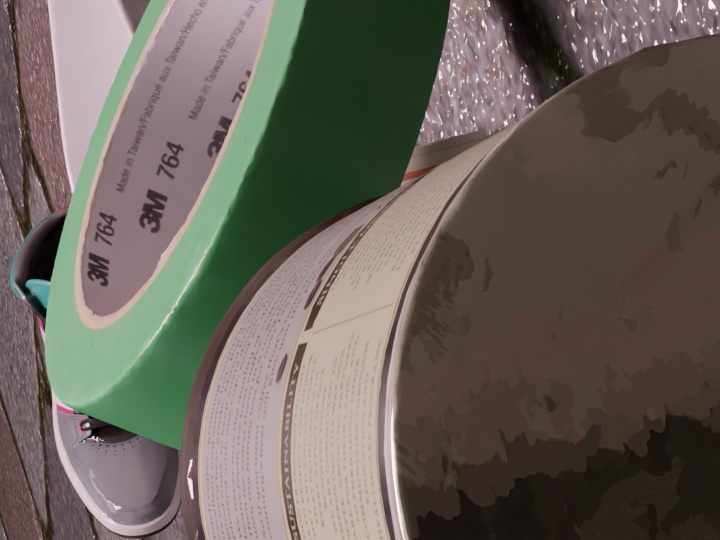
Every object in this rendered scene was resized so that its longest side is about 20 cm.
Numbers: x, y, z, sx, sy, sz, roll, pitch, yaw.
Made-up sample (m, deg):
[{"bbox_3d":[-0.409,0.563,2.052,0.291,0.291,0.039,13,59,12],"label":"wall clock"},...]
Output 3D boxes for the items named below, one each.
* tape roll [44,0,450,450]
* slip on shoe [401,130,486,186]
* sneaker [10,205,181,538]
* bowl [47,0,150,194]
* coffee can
[{"bbox_3d":[-0.040,-0.043,0.756,0.201,0.048,0.201,-52,25,36],"label":"tape roll"},{"bbox_3d":[0.000,0.000,0.800,0.200,0.074,0.062,159,95,-70],"label":"slip on shoe"},{"bbox_3d":[-0.148,0.045,1.342,0.121,0.083,0.201,88,165,-64],"label":"sneaker"},{"bbox_3d":[-0.081,-0.066,1.020,0.200,0.074,0.201,-122,25,-48],"label":"bowl"},{"bbox_3d":[0.049,0.040,0.507,0.200,0.146,0.147,155,102,-74],"label":"coffee can"}]
